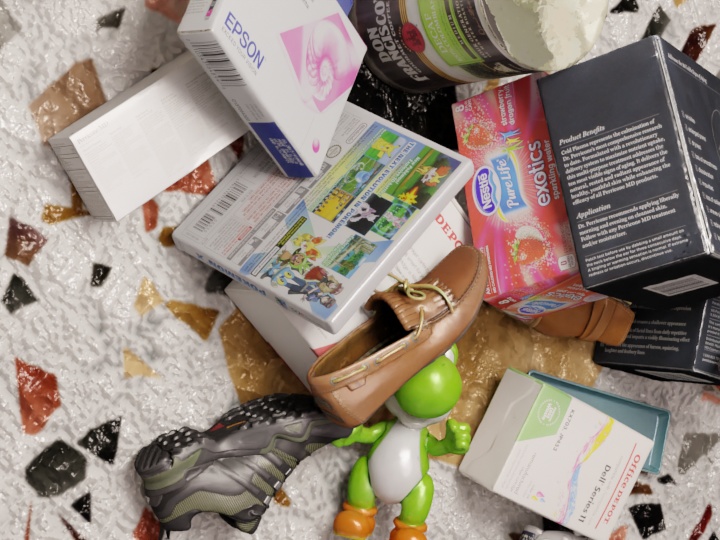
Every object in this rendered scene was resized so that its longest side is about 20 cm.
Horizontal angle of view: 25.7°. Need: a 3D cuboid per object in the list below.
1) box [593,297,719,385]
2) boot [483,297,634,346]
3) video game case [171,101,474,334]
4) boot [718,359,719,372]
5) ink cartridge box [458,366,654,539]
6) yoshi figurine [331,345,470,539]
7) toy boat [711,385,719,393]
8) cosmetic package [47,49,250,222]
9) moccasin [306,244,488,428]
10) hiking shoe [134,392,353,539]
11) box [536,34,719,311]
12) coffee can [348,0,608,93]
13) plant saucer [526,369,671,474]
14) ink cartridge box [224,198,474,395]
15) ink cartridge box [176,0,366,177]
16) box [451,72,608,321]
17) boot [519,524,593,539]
[{"bbox_3d":[0.337,0.011,1.603,0.107,0.148,0.201,15,83,-33],"label":"box"},{"bbox_3d":[0.220,-0.030,1.552,0.155,0.077,0.200,18,86,-19],"label":"boot"},{"bbox_3d":[-0.032,-0.057,1.357,0.200,0.182,0.022,-49,149,-23],"label":"video game case"},{"bbox_3d":[0.371,0.004,1.505,0.132,0.070,0.200,53,54,-19],"label":"boot"},{"bbox_3d":[0.207,0.189,1.550,0.200,0.067,0.117,28,87,-31],"label":"ink cartridge box"},{"bbox_3d":[0.041,0.152,1.423,0.112,0.112,0.201,18,86,-38],"label":"yoshi figurine"},{"bbox_3d":[0.455,0.049,1.690,0.200,0.131,0.131,-39,111,-26],"label":"toy boat"},{"bbox_3d":[-0.159,-0.128,1.337,0.200,0.051,0.083,-37,113,-27],"label":"cosmetic package"},{"bbox_3d":[0.032,0.044,1.357,0.201,0.074,0.078,-39,122,-16],"label":"moccasin"},{"bbox_3d":[-0.095,0.173,1.374,0.200,0.076,0.101,-15,107,-19],"label":"hiking shoe"},{"bbox_3d":[0.268,-0.080,1.410,0.200,0.124,0.197,14,63,-58],"label":"box"},{"bbox_3d":[0.103,-0.242,1.418,0.146,0.200,0.147,0,90,-33],"label":"coffee can"},{"bbox_3d":[0.237,0.156,1.617,0.200,0.019,0.070,17,81,-31],"label":"plant saucer"},{"bbox_3d":[0.000,0.000,1.422,0.200,0.083,0.147,-48,116,-23],"label":"ink cartridge box"},{"bbox_3d":[-0.061,-0.214,1.329,0.196,0.043,0.200,52,50,-48],"label":"ink cartridge box"},{"bbox_3d":[0.159,-0.066,1.443,0.095,0.100,0.201,24,53,-55],"label":"box"},{"bbox_3d":[0.153,0.296,1.541,0.200,0.073,0.096,10,79,-41],"label":"boot"}]
